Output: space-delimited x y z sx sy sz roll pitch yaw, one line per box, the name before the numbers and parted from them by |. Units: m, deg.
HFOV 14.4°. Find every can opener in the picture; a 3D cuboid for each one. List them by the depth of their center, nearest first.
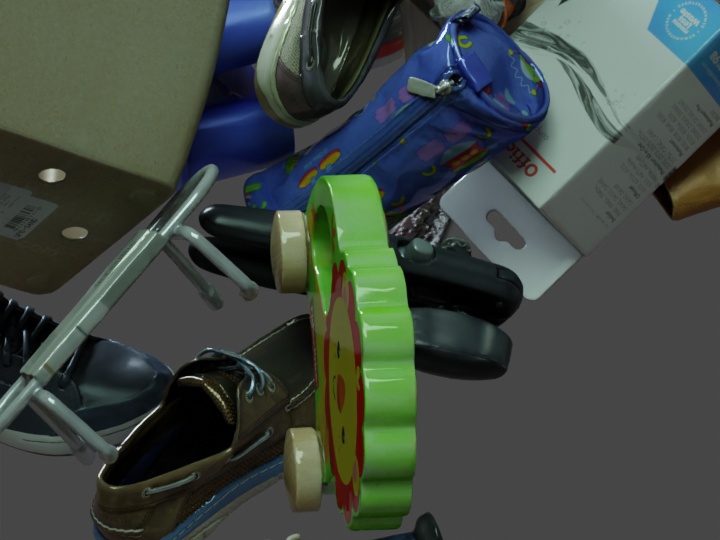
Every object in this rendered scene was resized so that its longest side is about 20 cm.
can opener | 0.000 0.000 1.646 0.199 0.063 0.079 19 34 -11

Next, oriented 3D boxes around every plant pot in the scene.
plant pot | -0.194 -0.104 1.570 0.200 0.200 0.178 18 52 -35

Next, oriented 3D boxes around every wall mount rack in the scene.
wall mount rack | -0.125 0.040 1.544 0.075 0.174 0.200 42 81 -8

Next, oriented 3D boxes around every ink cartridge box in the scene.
ink cartridge box | 0.131 -0.093 1.698 0.200 0.067 0.116 -45 50 2

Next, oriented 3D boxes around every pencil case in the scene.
pencil case | 0.017 -0.070 1.670 0.087 0.200 0.078 -7 64 -58

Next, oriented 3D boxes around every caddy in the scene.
caddy | -0.111 -0.129 1.759 0.105 0.142 0.200 -13 23 -9

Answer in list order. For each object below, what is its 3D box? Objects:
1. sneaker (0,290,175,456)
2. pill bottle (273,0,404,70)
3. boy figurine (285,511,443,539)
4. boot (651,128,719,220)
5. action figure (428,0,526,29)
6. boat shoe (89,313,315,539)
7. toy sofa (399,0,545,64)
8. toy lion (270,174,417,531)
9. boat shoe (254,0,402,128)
sneaker | -0.209 0.029 1.635 0.202 0.146 0.077 6 46 12
pill bottle | -0.015 -0.235 1.819 0.113 0.200 0.114 -5 45 5
boy figurine | -0.041 0.195 1.503 0.199 0.065 0.124 -19 47 -8
boot | 0.216 -0.123 1.766 0.144 0.071 0.202 -14 50 -6
action figure | 0.099 -0.219 1.723 0.104 0.200 0.194 35 60 -14
boat shoe | -0.074 0.085 1.608 0.072 0.073 0.200 24 54 28
toy sofa | 0.130 -0.164 1.811 0.200 0.083 0.098 -30 53 -19
toy lion | -0.001 0.041 1.509 0.068 0.192 0.201 -2 74 -9
boat shoe | -0.001 -0.177 1.679 0.065 0.072 0.201 1 65 49
